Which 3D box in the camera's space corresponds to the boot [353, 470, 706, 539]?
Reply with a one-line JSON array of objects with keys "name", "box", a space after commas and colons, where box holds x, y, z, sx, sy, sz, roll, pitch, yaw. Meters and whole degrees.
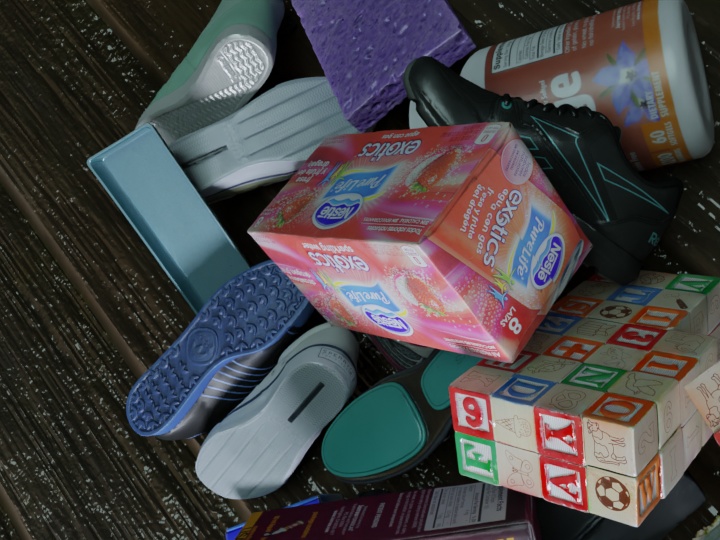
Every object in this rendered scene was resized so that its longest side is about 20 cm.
[{"name": "boot", "box": [0.111, 0.159, 0.707, 0.165, 0.066, 0.200, 44, 107, -2]}]

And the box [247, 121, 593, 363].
[{"name": "box", "box": [0.030, -0.020, 0.646, 0.095, 0.103, 0.199, -51, 29, -19]}]

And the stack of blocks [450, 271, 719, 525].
[{"name": "stack of blocks", "box": [0.158, 0.065, 0.629, 0.114, 0.199, 0.059, 8, 116, 38]}]

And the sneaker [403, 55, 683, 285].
[{"name": "sneaker", "box": [0.116, -0.080, 0.659, 0.199, 0.075, 0.080, 38, 105, -4]}]

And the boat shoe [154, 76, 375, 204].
[{"name": "boat shoe", "box": [-0.079, -0.108, 0.868, 0.197, 0.062, 0.073, -18, 82, 6]}]

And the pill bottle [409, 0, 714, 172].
[{"name": "pill bottle", "box": [0.140, -0.114, 0.729, 0.198, 0.112, 0.114, -12, 76, 26]}]

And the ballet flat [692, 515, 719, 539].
[{"name": "ballet flat", "box": [0.226, 0.205, 0.656, 0.200, 0.064, 0.076, -42, 64, 18]}]

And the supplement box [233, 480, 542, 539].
[{"name": "supplement box", "box": [0.022, 0.209, 0.657, 0.197, 0.086, 0.112, -10, 97, 11]}]

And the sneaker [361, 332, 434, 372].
[{"name": "sneaker", "box": [0.000, 0.000, 0.809, 0.080, 0.075, 0.201, -19, 53, -20]}]

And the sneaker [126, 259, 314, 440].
[{"name": "sneaker", "box": [-0.103, 0.067, 0.847, 0.199, 0.078, 0.071, -40, 66, 12]}]

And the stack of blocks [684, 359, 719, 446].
[{"name": "stack of blocks", "box": [0.281, 0.079, 0.569, 0.059, 0.198, 0.116, -48, 62, 41]}]

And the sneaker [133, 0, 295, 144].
[{"name": "sneaker", "box": [-0.129, -0.172, 0.918, 0.200, 0.073, 0.119, -38, 29, 38]}]

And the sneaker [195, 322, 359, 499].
[{"name": "sneaker", "box": [-0.060, 0.115, 0.823, 0.073, 0.071, 0.200, 42, 125, -8]}]

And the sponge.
[{"name": "sponge", "box": [0.008, -0.211, 0.829, 0.111, 0.030, 0.201, -36, 50, 16]}]

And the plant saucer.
[{"name": "plant saucer", "box": [-0.140, -0.026, 0.849, 0.069, 0.019, 0.201, -25, 111, 21]}]

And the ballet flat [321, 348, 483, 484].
[{"name": "ballet flat", "box": [0.056, 0.095, 0.736, 0.200, 0.073, 0.074, -43, 64, 31]}]

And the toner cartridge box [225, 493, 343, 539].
[{"name": "toner cartridge box", "box": [-0.034, 0.285, 0.792, 0.094, 0.043, 0.203, -23, 72, 21]}]
